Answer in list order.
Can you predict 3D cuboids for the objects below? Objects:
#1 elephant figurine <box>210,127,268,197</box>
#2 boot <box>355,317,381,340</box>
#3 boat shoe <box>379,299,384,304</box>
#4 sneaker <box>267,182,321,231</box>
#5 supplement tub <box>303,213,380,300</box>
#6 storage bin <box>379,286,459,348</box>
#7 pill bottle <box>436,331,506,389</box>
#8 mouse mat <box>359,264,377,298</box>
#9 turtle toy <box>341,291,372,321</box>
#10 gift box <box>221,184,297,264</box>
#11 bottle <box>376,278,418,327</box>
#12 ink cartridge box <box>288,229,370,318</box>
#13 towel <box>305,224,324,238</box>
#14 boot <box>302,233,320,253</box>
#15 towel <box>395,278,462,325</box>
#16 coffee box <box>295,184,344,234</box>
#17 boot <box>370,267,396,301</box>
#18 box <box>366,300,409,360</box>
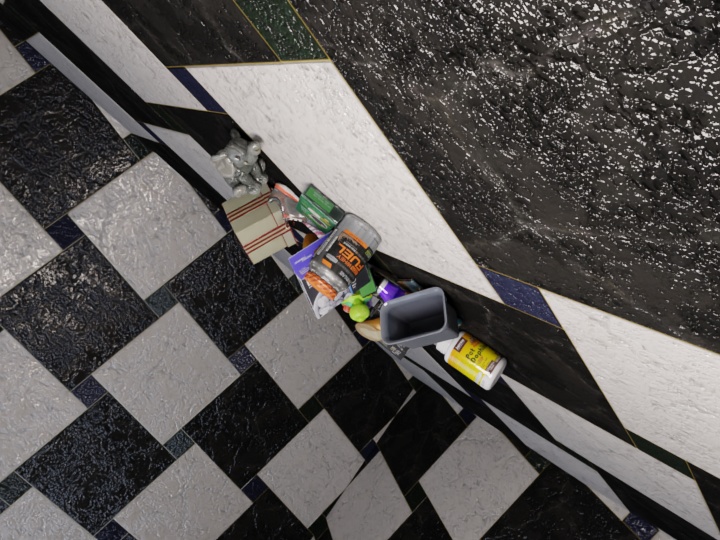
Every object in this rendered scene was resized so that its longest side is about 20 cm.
[{"bbox_3d":[-0.322,-0.304,1.405,0.201,0.152,0.144,82,178,-62],"label":"elephant figurine"},{"bbox_3d":[0.095,0.178,1.861,0.199,0.144,0.072,5,128,35],"label":"boot"},{"bbox_3d":[0.117,0.110,1.805,0.057,0.069,0.199,45,170,-36],"label":"boat shoe"},{"bbox_3d":[-0.194,-0.172,1.593,0.199,0.082,0.077,39,170,-4],"label":"sneaker"},{"bbox_3d":[-0.049,-0.033,1.356,0.122,0.201,0.123,35,170,7],"label":"supplement tub"},{"bbox_3d":[0.170,0.136,1.453,0.198,0.148,0.134,-18,148,28],"label":"storage bin"},{"bbox_3d":[0.329,0.258,1.594,0.199,0.110,0.109,33,169,24],"label":"pill bottle"},{"bbox_3d":[0.000,0.000,1.621,0.200,0.007,0.163,146,104,-75],"label":"mouse mat"},{"bbox_3d":[-0.013,0.098,1.811,0.201,0.143,0.103,-104,3,-65],"label":"turtle toy"},{"bbox_3d":[-0.307,-0.145,1.703,0.201,0.185,0.185,56,171,32],"label":"gift box"},{"bbox_3d":[0.132,0.105,1.574,0.200,0.084,0.065,42,177,-5],"label":"bottle"},{"bbox_3d":[-0.079,0.001,1.470,0.043,0.197,0.202,32,150,50],"label":"ink cartridge box"},{"bbox_3d":[-0.137,-0.130,1.736,0.200,0.030,0.146,42,170,-22],"label":"towel"},{"bbox_3d":[-0.110,-0.070,1.589,0.070,0.144,0.203,11,-133,-29],"label":"boot"},{"bbox_3d":[0.200,0.092,1.567,0.200,0.022,0.146,42,169,-11],"label":"towel"},{"bbox_3d":[-0.115,-0.165,1.455,0.123,0.044,0.200,40,170,-5],"label":"coffee box"},{"bbox_3d":[0.087,0.068,1.707,0.152,0.074,0.204,30,-176,-16],"label":"boot"},{"bbox_3d":[0.120,0.205,1.942,0.199,0.161,0.044,39,178,-14],"label":"box"}]
